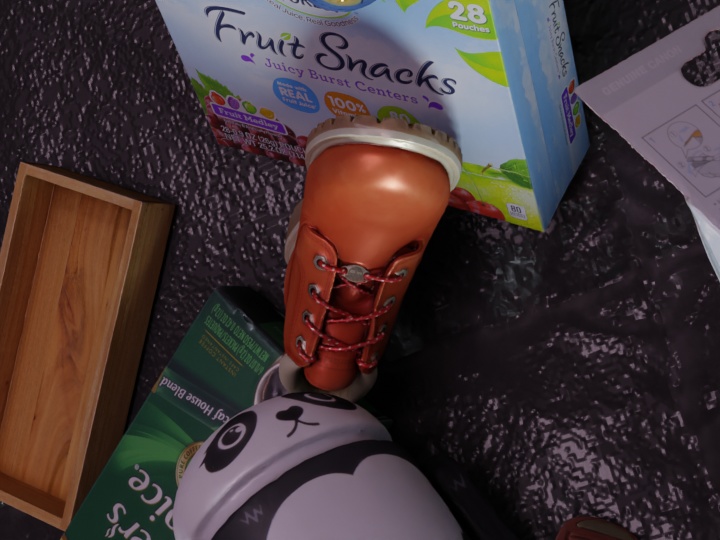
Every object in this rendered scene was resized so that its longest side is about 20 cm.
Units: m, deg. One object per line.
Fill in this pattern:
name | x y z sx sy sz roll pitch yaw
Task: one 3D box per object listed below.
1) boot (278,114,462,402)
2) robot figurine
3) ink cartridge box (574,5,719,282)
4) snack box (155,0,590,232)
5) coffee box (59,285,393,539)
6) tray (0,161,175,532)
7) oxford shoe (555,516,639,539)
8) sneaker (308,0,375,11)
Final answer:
boot | 0.000 0.000 0.813 0.075 0.200 0.107 10 66 -5
robot figurine | -0.005 0.149 0.791 0.125 0.150 0.200 -44 60 13
ink cartridge box | 0.208 -0.030 0.708 0.200 0.162 0.057 44 148 27
snack box | 0.001 -0.115 0.820 0.200 0.169 0.068 16 59 26
coffee box | -0.082 0.124 0.943 0.123 0.044 0.200 42 110 25
tray | -0.179 0.044 1.010 0.099 0.037 0.200 18 97 31
oxford shoe | 0.103 0.201 0.773 0.071 0.200 0.074 18 129 -6
sneaker | -0.027 -0.196 0.743 0.088 0.075 0.200 133 128 -62
